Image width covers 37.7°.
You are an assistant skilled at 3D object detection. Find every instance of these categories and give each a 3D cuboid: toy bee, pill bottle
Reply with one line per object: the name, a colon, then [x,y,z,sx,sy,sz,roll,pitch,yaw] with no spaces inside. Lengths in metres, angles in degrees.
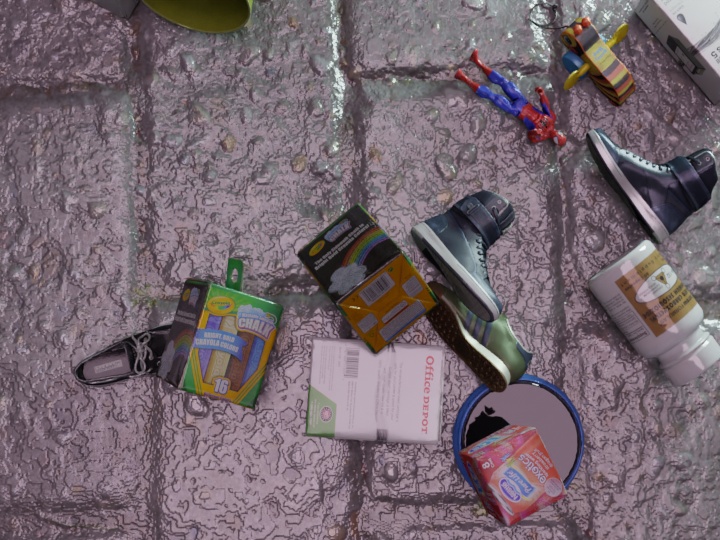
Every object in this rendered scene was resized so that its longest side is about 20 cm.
toy bee: [0.341,-0.336,1.610,0.199,0.109,0.132,25,87,3]
pill bottle: [0.440,0.066,1.564,0.114,0.114,0.201,-36,85,-3]

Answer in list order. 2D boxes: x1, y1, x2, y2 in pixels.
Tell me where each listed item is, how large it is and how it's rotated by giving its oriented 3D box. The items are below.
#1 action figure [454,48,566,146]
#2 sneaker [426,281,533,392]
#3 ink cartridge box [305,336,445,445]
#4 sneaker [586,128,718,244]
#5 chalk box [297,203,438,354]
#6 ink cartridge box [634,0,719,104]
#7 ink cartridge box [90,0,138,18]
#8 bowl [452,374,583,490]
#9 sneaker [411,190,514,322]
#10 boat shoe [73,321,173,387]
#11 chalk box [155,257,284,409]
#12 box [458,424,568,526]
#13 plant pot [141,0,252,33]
action figure: [0.239,-0.261,1.611,0.200,0.099,0.065,39,87,2]
sneaker: [0.179,0.087,1.594,0.089,0.067,0.201,-28,68,-31]
ink cartridge box: [0.022,0.178,1.569,0.198,0.084,0.148,5,84,0]
sneaker: [0.447,-0.164,1.599,0.146,0.077,0.203,-38,95,8]
chalk box: [0.000,0.000,1.551,0.124,0.200,0.124,-38,129,-1]
ink cartridge box: [0.547,-0.383,1.625,0.145,0.084,0.200,-39,85,-4]
ink cartridge box: [-0.383,-0.521,1.643,0.144,0.084,0.201,28,85,4]
bowl: [0.239,0.256,1.583,0.198,0.039,0.203,0,84,0]
sneaker: [0.185,-0.030,1.558,0.145,0.077,0.203,-30,56,-9]
boat shoe: [-0.333,0.124,1.585,0.197,0.068,0.074,-13,84,-1]
chalk box: [-0.200,0.083,1.543,0.123,0.124,0.202,20,85,-26]
box: [0.206,0.279,1.461,0.095,0.200,0.100,-25,85,-4]
plant pot: [-0.232,-0.500,1.609,0.185,0.187,0.202,13,70,2]
